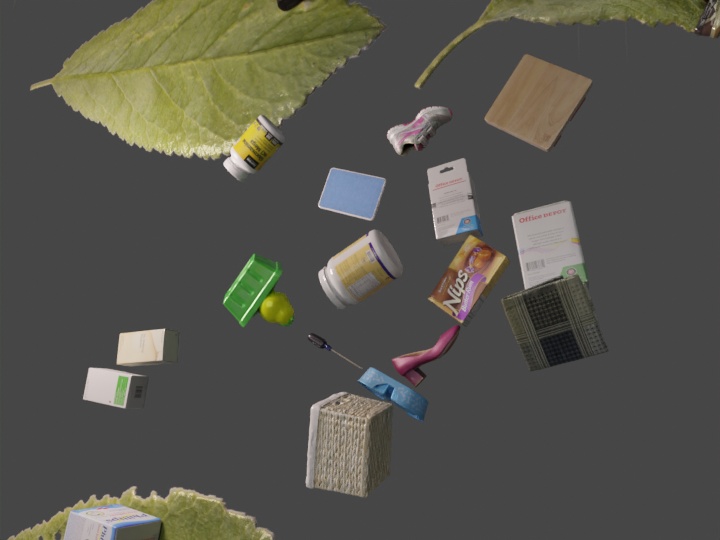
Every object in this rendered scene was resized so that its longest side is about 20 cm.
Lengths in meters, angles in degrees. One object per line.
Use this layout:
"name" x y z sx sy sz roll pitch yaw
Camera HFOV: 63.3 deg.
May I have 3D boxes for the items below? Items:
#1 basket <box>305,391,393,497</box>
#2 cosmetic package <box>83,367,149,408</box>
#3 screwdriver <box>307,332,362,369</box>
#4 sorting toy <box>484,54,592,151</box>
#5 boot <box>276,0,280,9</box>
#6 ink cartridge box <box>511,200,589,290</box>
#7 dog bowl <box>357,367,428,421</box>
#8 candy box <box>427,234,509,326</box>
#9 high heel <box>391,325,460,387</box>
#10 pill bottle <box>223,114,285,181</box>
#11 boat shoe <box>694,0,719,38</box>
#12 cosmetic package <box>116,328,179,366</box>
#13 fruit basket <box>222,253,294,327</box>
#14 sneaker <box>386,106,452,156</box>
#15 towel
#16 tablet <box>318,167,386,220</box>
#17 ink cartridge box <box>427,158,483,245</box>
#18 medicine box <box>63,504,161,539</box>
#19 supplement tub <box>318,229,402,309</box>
"basket" -0.021 0.420 1.436 0.158 0.198 0.204 3 90 22
"cosmetic package" -0.796 0.383 1.903 0.196 0.085 0.110 2 80 25
"screwdriver" -0.071 0.229 1.623 0.198 0.028 0.030 32 122 28
"sorting toy" 0.460 -0.424 1.511 0.198 0.069 0.202 35 93 29
"boot" -0.210 -0.999 1.994 0.197 0.077 0.141 -20 64 19
"ink cartridge box" 0.455 -0.048 1.404 0.143 0.087 0.204 -13 73 21
"dog bowl" 0.085 0.310 1.481 0.198 0.112 0.050 24 74 29
"candy box" 0.275 0.026 1.490 0.116 0.056 0.202 36 92 29
"high heel" 0.166 0.196 1.488 0.096 0.067 0.201 43 100 18
"pill bottle" -0.342 -0.387 1.870 0.200 0.112 0.113 -46 62 9
"boat shoe" 0.842 -0.653 1.383 0.064 0.073 0.204 14 83 23
"cosmetic package" -0.687 0.251 1.892 0.197 0.073 0.106 -9 72 25
"fruit basket" -0.278 0.080 1.722 0.211 0.156 0.220 -2 102 -9
"sneaker" 0.174 -0.384 1.641 0.198 0.081 0.090 -26 67 27
"towel" 0.446 0.120 1.349 0.190 0.035 0.203 -20 100 24
"tablet" -0.026 -0.228 1.729 0.197 0.014 0.132 16 84 28
"ink cartridge box" 0.250 -0.181 1.550 0.114 0.068 0.204 -13 71 22
"medicine box" -0.723 0.768 1.708 0.196 0.182 0.105 3 78 26
"supplement tub" 0.000 0.000 1.580 0.198 0.145 0.147 -33 65 15
